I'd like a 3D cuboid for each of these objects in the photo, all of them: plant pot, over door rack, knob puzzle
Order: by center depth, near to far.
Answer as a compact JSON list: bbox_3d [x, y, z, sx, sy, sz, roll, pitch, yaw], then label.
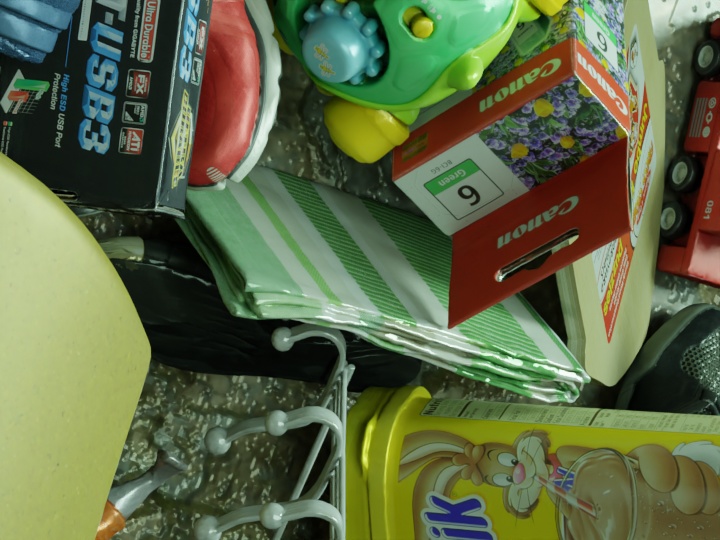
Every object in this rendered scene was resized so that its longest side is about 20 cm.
[{"bbox_3d":[-0.202,0.048,1.101,0.200,0.194,0.197,29,70,-36],"label":"plant pot"},{"bbox_3d":[-0.047,0.143,1.259,0.066,0.148,0.201,8,123,-4],"label":"over door rack"},{"bbox_3d":[0.122,-0.030,1.404,0.220,0.030,0.221,5,90,-73],"label":"knob puzzle"}]

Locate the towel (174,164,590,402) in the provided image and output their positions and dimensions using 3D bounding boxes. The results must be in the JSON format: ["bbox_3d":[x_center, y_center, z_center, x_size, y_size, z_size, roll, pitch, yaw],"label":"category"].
[{"bbox_3d":[0.000,0.000,1.313,0.199,0.153,0.023,15,114,-33],"label":"towel"}]

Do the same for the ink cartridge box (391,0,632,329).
[{"bbox_3d":[0.070,-0.075,1.304,0.050,0.109,0.201,44,30,-31],"label":"ink cartridge box"}]

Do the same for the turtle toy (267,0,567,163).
[{"bbox_3d":[0.001,-0.157,1.289,0.146,0.200,0.101,-40,148,11],"label":"turtle toy"}]

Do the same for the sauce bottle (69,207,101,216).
[{"bbox_3d":[-0.145,-0.124,1.251,0.066,0.066,0.201,-13,101,-31],"label":"sauce bottle"}]

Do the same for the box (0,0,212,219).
[{"bbox_3d":[-0.160,-0.132,1.179,0.197,0.050,0.201,7,90,12],"label":"box"}]

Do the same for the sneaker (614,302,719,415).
[{"bbox_3d":[0.179,0.104,1.434,0.200,0.114,0.076,-59,135,-33],"label":"sneaker"}]

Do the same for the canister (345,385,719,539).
[{"bbox_3d":[0.097,0.134,1.333,0.087,0.199,0.149,-49,137,-62],"label":"canister"}]

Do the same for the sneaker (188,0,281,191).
[{"bbox_3d":[-0.090,-0.133,1.236,0.085,0.077,0.201,17,62,-63],"label":"sneaker"}]

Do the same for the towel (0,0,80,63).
[{"bbox_3d":[-0.141,-0.194,1.129,0.111,0.049,0.201,22,92,12],"label":"towel"}]

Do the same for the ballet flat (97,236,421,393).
[{"bbox_3d":[-0.055,0.016,1.337,0.199,0.066,0.057,15,47,-34],"label":"ballet flat"}]

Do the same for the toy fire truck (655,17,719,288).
[{"bbox_3d":[0.220,-0.035,1.445,0.049,0.141,0.201,16,86,-32],"label":"toy fire truck"}]

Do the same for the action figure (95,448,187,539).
[{"bbox_3d":[-0.151,0.159,1.254,0.199,0.105,0.194,29,83,-5],"label":"action figure"}]
